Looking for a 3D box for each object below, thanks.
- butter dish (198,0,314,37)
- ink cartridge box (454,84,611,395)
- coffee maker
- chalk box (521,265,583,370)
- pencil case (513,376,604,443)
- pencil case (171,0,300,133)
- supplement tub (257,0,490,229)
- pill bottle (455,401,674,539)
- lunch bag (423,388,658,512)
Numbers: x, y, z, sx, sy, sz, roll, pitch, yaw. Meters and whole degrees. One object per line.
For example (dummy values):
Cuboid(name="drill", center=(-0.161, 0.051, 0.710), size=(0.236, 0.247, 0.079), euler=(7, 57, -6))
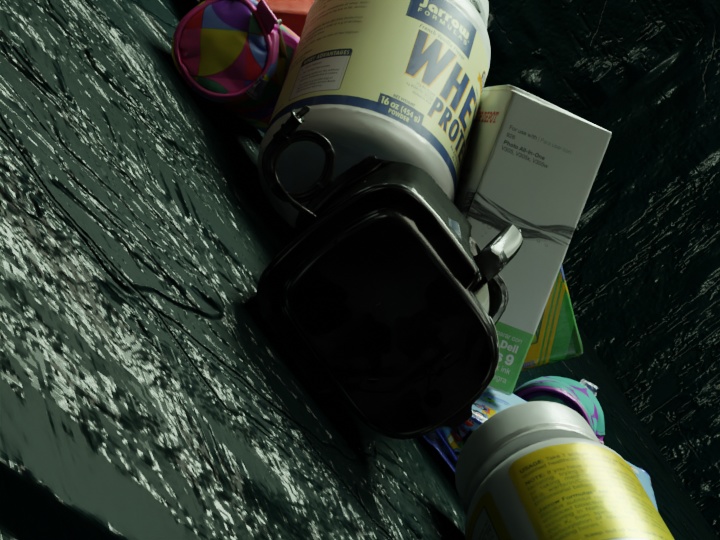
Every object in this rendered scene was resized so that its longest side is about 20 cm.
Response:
Cuboid(name="butter dish", center=(-0.070, -0.238, 1.500), size=(0.198, 0.149, 0.200), euler=(-1, 40, -25))
Cuboid(name="ink cartridge box", center=(0.098, -0.026, 1.206), size=(0.083, 0.202, 0.146), euler=(21, 4, -8))
Cuboid(name="coffee maker", center=(0.000, 0.000, 1.000), size=(0.191, 0.136, 0.200), euler=(30, 7, 1))
Cuboid(name="chalk box", center=(0.098, -0.021, 1.348), size=(0.124, 0.123, 0.202), euler=(-55, 130, -82))
Cuboid(name="pencil case", center=(0.173, 0.139, 1.460), size=(0.092, 0.086, 0.200), euler=(25, 4, 12))
Cuboid(name="pencil case", center=(-0.077, -0.155, 1.275), size=(0.089, 0.088, 0.200), euler=(54, 7, 9))
Cuboid(name="supplement tub", center=(0.016, -0.129, 1.202), size=(0.145, 0.144, 0.202), euler=(47, 46, -37))
Cuboid(name="pill bottle", center=(0.126, 0.171, 0.956), size=(0.114, 0.114, 0.201), euler=(48, 10, -32))
Cuboid(name="lunch bag", center=(0.112, 0.134, 1.178), size=(0.200, 0.094, 0.151), euler=(42, 10, -1))
